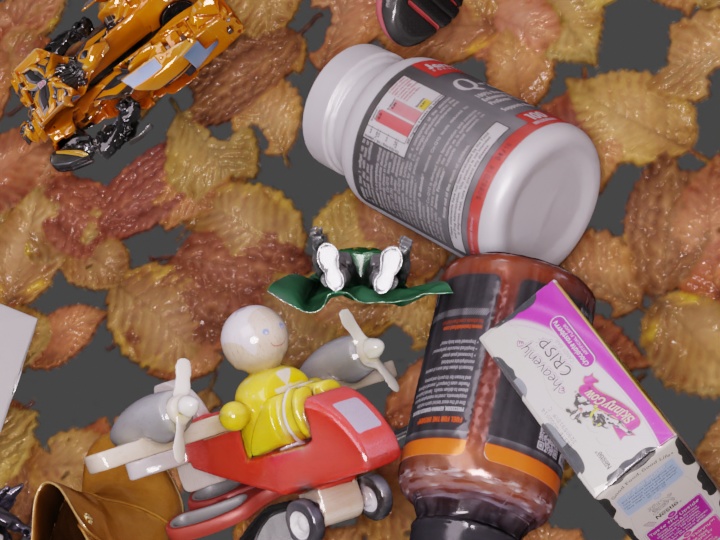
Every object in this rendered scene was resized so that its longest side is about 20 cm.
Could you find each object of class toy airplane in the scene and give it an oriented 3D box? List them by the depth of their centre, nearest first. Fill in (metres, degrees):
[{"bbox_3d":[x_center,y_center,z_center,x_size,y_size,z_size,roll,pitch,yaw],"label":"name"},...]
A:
[{"bbox_3d":[-0.072,0.090,1.445,0.198,0.200,0.142,-4,103,3],"label":"toy airplane"}]

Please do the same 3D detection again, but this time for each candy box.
[{"bbox_3d":[0.161,0.109,1.313,0.061,0.200,0.137,-38,52,4],"label":"candy box"}]

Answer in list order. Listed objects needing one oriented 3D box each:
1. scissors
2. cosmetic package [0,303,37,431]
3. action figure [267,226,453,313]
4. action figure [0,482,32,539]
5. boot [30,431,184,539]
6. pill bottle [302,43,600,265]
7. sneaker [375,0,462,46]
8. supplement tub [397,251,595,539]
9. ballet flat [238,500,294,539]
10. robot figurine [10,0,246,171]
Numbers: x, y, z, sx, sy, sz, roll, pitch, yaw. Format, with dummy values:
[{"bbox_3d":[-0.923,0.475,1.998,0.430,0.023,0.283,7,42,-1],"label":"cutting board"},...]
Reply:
[{"bbox_3d":[-0.039,0.143,1.500,0.199,0.014,0.073,-17,16,16],"label":"scissors"},{"bbox_3d":[-0.353,0.055,1.623,0.085,0.199,0.108,-33,36,61],"label":"cosmetic package"},{"bbox_3d":[0.000,0.000,1.488,0.117,0.200,0.055,5,91,-1],"label":"action figure"},{"bbox_3d":[-0.248,0.231,1.533,0.119,0.102,0.200,-46,25,8],"label":"action figure"},{"bbox_3d":[-0.178,0.167,1.499,0.071,0.144,0.202,-27,53,11],"label":"boot"},{"bbox_3d":[0.059,-0.080,1.532,0.200,0.116,0.116,30,79,37],"label":"pill bottle"},{"bbox_3d":[0.028,-0.244,1.685,0.086,0.074,0.201,-17,49,31],"label":"sneaker"},{"bbox_3d":[0.084,0.097,1.420,0.107,0.107,0.201,2,65,29],"label":"supplement tub"},{"bbox_3d":[-0.086,0.245,1.475,0.066,0.057,0.200,34,86,10],"label":"ballet flat"},{"bbox_3d":[-0.196,-0.171,1.759,0.200,0.058,0.145,-37,51,4],"label":"robot figurine"}]
